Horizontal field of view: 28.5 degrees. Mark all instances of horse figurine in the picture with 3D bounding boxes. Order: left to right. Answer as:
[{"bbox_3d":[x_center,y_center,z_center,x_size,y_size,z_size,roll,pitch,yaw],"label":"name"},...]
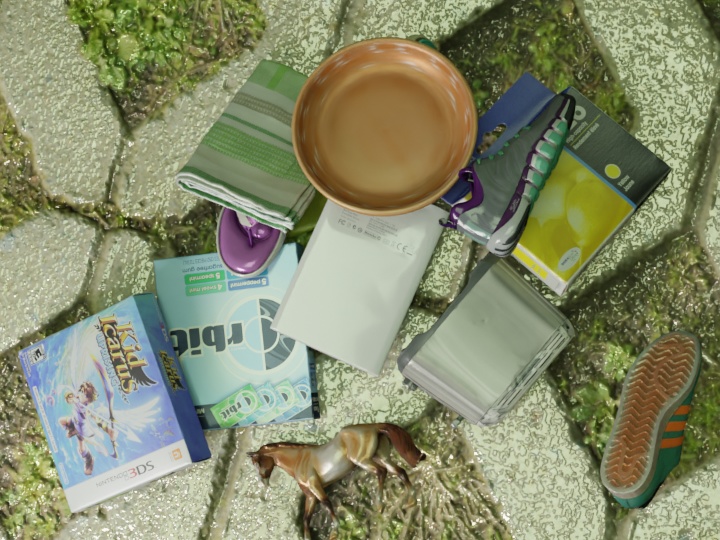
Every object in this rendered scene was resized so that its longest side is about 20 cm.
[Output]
[{"bbox_3d":[-0.018,0.223,1.572,0.200,0.050,0.133,-28,64,14],"label":"horse figurine"}]

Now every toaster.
[{"bbox_3d":[0.142,0.075,1.535,0.129,0.114,0.200,41,85,6],"label":"toaster"}]

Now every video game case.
[{"bbox_3d":[-0.281,0.150,1.604,0.181,0.045,0.201,-25,81,24],"label":"video game case"}]

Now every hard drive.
[{"bbox_3d":[0.000,0.000,1.581,0.132,0.025,0.201,24,83,-2],"label":"hard drive"}]

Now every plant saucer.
[{"bbox_3d":[0.027,-0.152,1.523,0.199,0.037,0.201,-1,76,5],"label":"plant saucer"}]

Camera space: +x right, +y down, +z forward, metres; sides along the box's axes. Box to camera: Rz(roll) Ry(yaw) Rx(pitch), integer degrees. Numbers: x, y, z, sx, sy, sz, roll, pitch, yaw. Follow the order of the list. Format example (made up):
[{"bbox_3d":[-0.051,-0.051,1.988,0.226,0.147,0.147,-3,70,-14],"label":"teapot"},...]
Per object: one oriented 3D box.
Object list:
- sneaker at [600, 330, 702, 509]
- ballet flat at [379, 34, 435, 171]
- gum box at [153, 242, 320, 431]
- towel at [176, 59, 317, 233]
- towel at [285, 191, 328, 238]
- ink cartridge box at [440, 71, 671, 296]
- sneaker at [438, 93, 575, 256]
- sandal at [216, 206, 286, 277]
[{"bbox_3d":[0.316,0.162,1.526,0.071,0.080,0.200,17,69,31],"label":"sneaker"},{"bbox_3d":[0.037,-0.168,1.585,0.069,0.069,0.201,11,77,10],"label":"ballet flat"},{"bbox_3d":[-0.141,0.078,1.614,0.169,0.045,0.201,-6,85,8],"label":"gum box"},{"bbox_3d":[-0.096,-0.147,1.584,0.149,0.031,0.200,23,60,13],"label":"towel"},{"bbox_3d":[-0.013,-0.103,1.622,0.199,0.018,0.086,-17,82,8],"label":"towel"},{"bbox_3d":[0.202,-0.105,1.537,0.200,0.047,0.198,41,68,8],"label":"ink cartridge box"},{"bbox_3d":[0.156,-0.115,1.475,0.087,0.074,0.200,24,66,9],"label":"sneaker"},{"bbox_3d":[-0.114,-0.091,1.596,0.082,0.050,0.203,12,72,18],"label":"sandal"}]
